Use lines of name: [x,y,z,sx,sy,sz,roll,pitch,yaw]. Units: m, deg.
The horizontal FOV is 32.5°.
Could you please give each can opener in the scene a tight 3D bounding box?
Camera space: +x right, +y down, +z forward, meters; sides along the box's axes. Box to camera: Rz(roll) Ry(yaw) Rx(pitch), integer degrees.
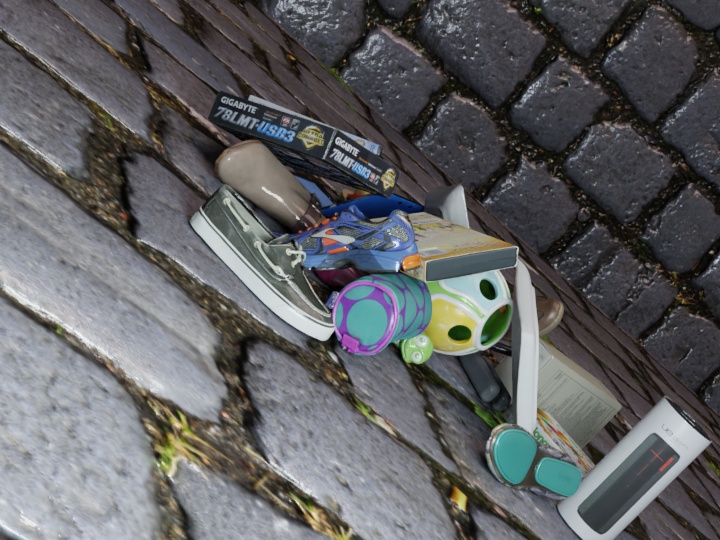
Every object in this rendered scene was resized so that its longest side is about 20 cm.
can opener: [0.175,0.127,1.787,0.053,0.066,0.200,39,17,-27]

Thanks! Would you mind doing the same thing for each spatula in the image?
spatula: [0.144,0.083,1.769,0.199,0.021,0.057,26,6,4]

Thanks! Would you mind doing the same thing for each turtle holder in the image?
turtle holder: [0.117,0.044,1.619,0.131,0.141,0.185,31,18,31]

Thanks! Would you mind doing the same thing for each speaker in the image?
speaker: [0.342,0.253,1.542,0.081,0.200,0.081,41,11,-10]

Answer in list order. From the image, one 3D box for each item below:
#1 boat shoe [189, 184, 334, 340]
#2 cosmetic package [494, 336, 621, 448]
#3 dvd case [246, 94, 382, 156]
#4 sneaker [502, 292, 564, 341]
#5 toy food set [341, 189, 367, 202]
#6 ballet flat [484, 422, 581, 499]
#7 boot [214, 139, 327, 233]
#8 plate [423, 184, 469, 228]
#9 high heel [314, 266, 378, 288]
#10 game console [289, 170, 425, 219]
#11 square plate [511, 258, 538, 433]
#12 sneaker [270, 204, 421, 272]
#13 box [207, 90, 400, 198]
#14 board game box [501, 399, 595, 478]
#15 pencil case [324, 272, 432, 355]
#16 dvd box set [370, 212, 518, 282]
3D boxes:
boat shoe: [-0.095,-0.009,1.332,0.200,0.064,0.071,44,12,0]
cosmetic package: [0.297,0.185,1.880,0.200,0.105,0.071,36,12,-39]
dvd case: [-0.066,-0.192,1.753,0.199,0.018,0.143,21,-5,0]
sneaker: [0.210,0.063,1.884,0.076,0.199,0.071,44,51,-39]
toy food set: [0.047,-0.072,2.079,0.198,0.049,0.200,46,11,13]
ballet flat: [0.191,0.229,1.492,0.200,0.072,0.072,33,16,-44]
boot: [-0.102,-0.091,1.598,0.146,0.070,0.200,48,12,10]
plate: [0.127,-0.023,1.800,0.200,0.032,0.201,-162,-116,-81]
high heel: [0.000,0.000,1.633,0.096,0.068,0.200,37,5,17]
game console: [-0.022,-0.121,1.846,0.171,0.118,0.200,48,12,18]
square plate: [0.216,0.116,1.625,0.028,0.201,0.198,0,28,4]
sneaker: [-0.022,-0.039,1.471,0.199,0.079,0.075,2,1,17]
box: [-0.073,-0.166,1.661,0.199,0.050,0.198,21,-1,30]
board game box: [0.291,0.271,1.722,0.200,0.035,0.126,50,13,30]
pencil case: [0.027,0.049,1.462,0.085,0.092,0.200,43,12,11]
dvd box set: [0.082,-0.033,1.567,0.146,0.030,0.200,-10,20,-33]
